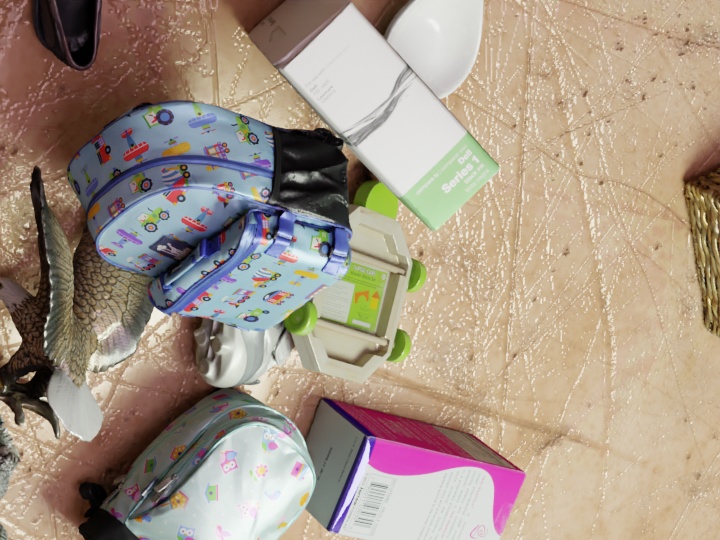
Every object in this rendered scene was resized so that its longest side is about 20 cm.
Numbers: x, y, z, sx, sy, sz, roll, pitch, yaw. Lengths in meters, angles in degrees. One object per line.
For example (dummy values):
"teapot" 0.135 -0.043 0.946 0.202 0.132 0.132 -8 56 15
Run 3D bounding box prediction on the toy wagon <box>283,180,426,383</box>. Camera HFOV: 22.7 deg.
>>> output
"toy wagon" 0.000 0.000 1.645 0.155 0.039 0.201 20 81 -50

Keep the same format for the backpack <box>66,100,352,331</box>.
"backpack" -0.127 -0.047 1.426 0.200 0.135 0.182 17 144 -39

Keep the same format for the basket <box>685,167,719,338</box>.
"basket" 0.444 -0.018 1.854 0.149 0.143 0.201 -25 120 -19

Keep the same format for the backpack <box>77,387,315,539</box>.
"backpack" -0.135 0.207 1.620 0.200 0.127 0.167 -49 122 -8

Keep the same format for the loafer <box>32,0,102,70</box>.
"loafer" -0.223 -0.251 1.397 0.072 0.063 0.201 -13 129 -22

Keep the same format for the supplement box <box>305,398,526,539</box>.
"supplement box" 0.045 0.205 1.738 0.200 0.103 0.101 17 99 -33

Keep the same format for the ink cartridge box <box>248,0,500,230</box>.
"ink cartridge box" 0.009 -0.145 1.522 0.084 0.146 0.200 -43 113 2

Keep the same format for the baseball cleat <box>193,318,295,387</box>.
"baseball cleat" -0.092 0.008 1.611 0.106 0.070 0.201 2 111 -47

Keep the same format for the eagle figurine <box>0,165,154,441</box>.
"eagle figurine" -0.248 0.027 1.483 0.151 0.152 0.200 29 99 -15

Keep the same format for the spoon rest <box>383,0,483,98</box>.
"spoon rest" 0.075 -0.247 1.598 0.099 0.061 0.201 5 106 -31

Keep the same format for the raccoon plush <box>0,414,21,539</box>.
"raccoon plush" -0.310 0.187 1.502 0.097 0.134 0.200 -37 123 -14
